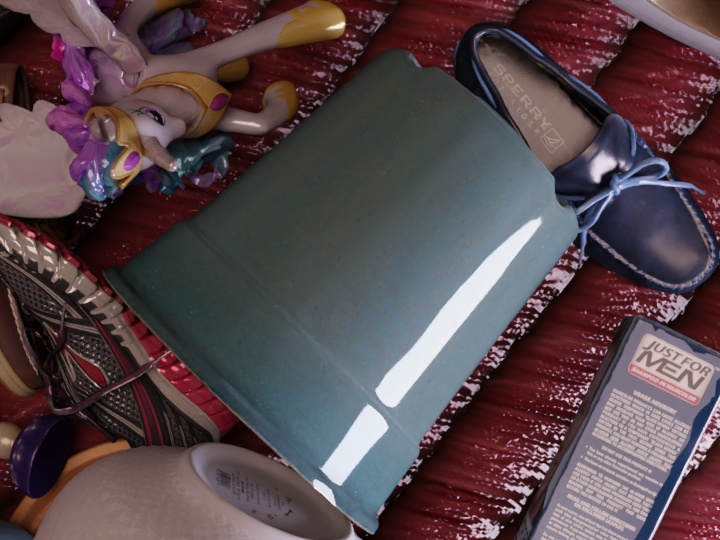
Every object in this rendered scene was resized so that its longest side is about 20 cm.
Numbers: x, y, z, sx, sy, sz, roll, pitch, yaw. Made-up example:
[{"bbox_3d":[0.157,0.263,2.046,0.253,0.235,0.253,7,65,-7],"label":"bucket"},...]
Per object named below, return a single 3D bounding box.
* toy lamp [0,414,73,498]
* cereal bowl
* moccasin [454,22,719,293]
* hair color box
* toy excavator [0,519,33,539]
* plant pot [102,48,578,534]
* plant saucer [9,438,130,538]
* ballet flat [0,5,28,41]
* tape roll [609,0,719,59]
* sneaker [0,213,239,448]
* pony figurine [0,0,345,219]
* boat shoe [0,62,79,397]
[{"bbox_3d":[-0.274,0.082,0.764,0.199,0.058,0.059,19,90,12],"label":"toy lamp"},{"bbox_3d":[-0.062,0.147,0.639,0.199,0.200,0.084,29,100,6],"label":"cereal bowl"},{"bbox_3d":[0.123,-0.060,0.728,0.200,0.068,0.081,41,92,5],"label":"moccasin"},{"bbox_3d":[0.132,0.126,0.706,0.060,0.100,0.201,27,91,7],"label":"hair color box"},{"bbox_3d":[-0.254,0.171,0.736,0.193,0.100,0.201,-18,71,20],"label":"toy excavator"},{"bbox_3d":[0.000,0.000,0.687,0.200,0.200,0.196,43,84,5],"label":"plant pot"},{"bbox_3d":[-0.129,0.201,0.764,0.199,0.032,0.202,0,89,6],"label":"plant saucer"},{"bbox_3d":[-0.288,-0.128,0.775,0.199,0.067,0.047,-28,94,10],"label":"ballet flat"},{"bbox_3d":[0.214,-0.198,0.658,0.202,0.203,0.140,27,91,6],"label":"tape roll"},{"bbox_3d":[-0.157,0.042,0.710,0.200,0.081,0.075,45,81,-14],"label":"sneaker"},{"bbox_3d":[-0.131,-0.109,0.692,0.192,0.200,0.168,19,124,23],"label":"pony figurine"},{"bbox_3d":[-0.205,-0.027,0.761,0.071,0.072,0.201,-14,83,3],"label":"boat shoe"}]
